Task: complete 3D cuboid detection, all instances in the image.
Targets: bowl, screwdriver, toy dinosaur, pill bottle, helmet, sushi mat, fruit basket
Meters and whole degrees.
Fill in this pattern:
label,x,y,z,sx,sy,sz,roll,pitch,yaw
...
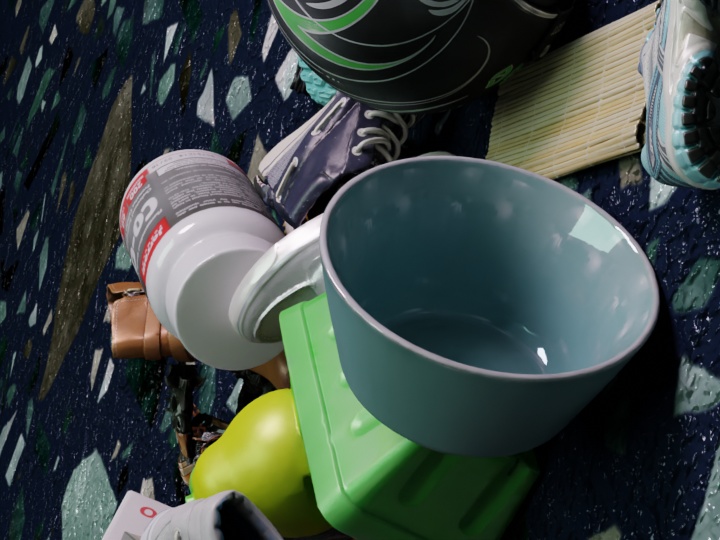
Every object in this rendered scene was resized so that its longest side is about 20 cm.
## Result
label,x,y,z,sx,sy,sz,roll,pitch,yaw
bowl,0.066,0.033,1.147,0.201,0.200,0.105,-105,22,-49
screwdriver,0.051,-0.068,1.417,0.200,0.029,0.028,41,114,65
toy dinosaur,-0.123,0.143,1.618,0.200,0.102,0.136,18,111,46
pill bottle,-0.113,-0.009,1.479,0.200,0.114,0.114,-125,53,-63
helmet,0.031,-0.204,1.321,0.191,0.200,0.200,-25,52,36
sushi mat,0.135,-0.106,1.266,0.200,0.012,0.096,-18,58,63
fruit basket,-0.005,0.117,1.272,0.216,0.155,0.216,-35,40,36

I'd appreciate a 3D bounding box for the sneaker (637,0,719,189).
label,x,y,z,sx,sy,sz,roll,pitch,yaw
sneaker,0.187,-0.141,1.094,0.086,0.077,0.200,164,118,-67

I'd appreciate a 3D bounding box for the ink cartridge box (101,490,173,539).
label,x,y,z,sx,sy,sz,roll,pitch,yaw
ink cartridge box,-0.145,0.269,1.430,0.200,0.145,0.084,-68,1,-59

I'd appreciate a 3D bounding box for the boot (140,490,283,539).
label,x,y,z,sx,sy,sz,roll,pitch,yaw
boot,-0.066,0.234,1.214,0.096,0.073,0.200,-29,88,51

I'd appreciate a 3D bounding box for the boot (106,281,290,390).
label,x,y,z,sx,sy,sz,roll,pitch,yaw
boot,-0.121,0.050,1.559,0.200,0.155,0.077,-114,25,-57

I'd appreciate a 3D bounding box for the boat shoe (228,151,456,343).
label,x,y,z,sx,sy,sz,roll,pitch,yaw
boat shoe,0.000,0.000,1.347,0.200,0.072,0.069,-31,53,7

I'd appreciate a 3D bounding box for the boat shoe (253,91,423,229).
label,x,y,z,sx,sy,sz,roll,pitch,yaw
boat shoe,0.014,-0.101,1.419,0.200,0.075,0.093,-47,33,9

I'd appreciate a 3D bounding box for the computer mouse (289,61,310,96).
label,x,y,z,sx,sy,sz,roll,pitch,yaw
computer mouse,-0.012,-0.211,1.622,0.200,0.044,0.110,-11,66,65

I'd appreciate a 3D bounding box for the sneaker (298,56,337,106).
label,x,y,z,sx,sy,sz,roll,pitch,yaw
sneaker,0.024,-0.212,1.485,0.078,0.091,0.200,28,95,46

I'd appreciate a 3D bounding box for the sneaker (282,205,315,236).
label,x,y,z,sx,sy,sz,roll,pitch,yaw
sneaker,0.005,-0.015,1.451,0.090,0.075,0.200,-53,37,26

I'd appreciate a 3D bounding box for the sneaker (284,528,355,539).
label,x,y,z,sx,sy,sz,roll,pitch,yaw
sneaker,-0.049,0.167,1.422,0.200,0.098,0.071,160,120,-64
